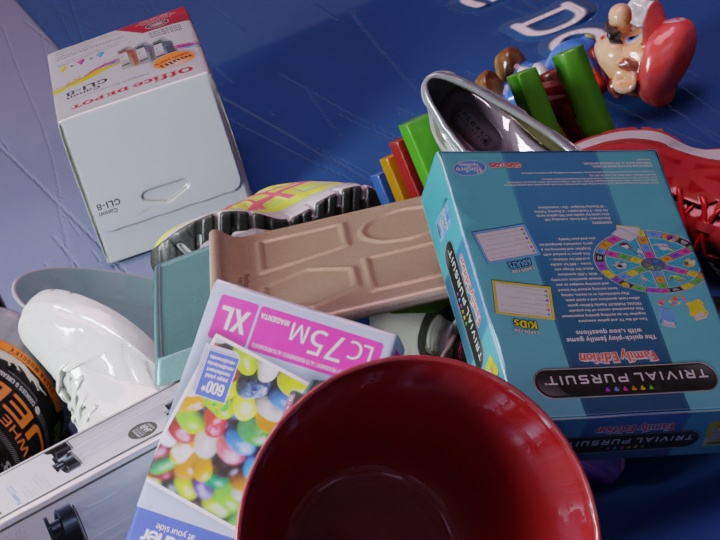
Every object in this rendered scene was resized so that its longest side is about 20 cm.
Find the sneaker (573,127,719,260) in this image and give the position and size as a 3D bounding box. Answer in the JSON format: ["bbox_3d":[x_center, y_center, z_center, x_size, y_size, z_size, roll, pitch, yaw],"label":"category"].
[{"bbox_3d":[0.229,-0.042,1.296,0.198,0.079,0.116,-3,28,-12],"label":"sneaker"}]

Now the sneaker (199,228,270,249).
[{"bbox_3d":[-0.086,0.024,1.369,0.099,0.076,0.200,14,23,7],"label":"sneaker"}]

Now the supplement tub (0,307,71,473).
[{"bbox_3d":[-0.281,0.124,1.286,0.121,0.124,0.201,-9,28,18],"label":"supplement tub"}]

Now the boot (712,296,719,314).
[{"bbox_3d":[0.255,0.023,1.201,0.197,0.074,0.162,21,48,42],"label":"boot"}]

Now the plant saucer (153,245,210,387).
[{"bbox_3d":[-0.110,0.024,1.259,0.069,0.019,0.200,-20,21,1],"label":"plant saucer"}]

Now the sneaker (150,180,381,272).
[{"bbox_3d":[-0.082,-0.027,1.510,0.198,0.079,0.090,-13,20,-25],"label":"sneaker"}]

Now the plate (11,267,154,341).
[{"bbox_3d":[-0.168,0.041,1.405,0.198,0.026,0.200,15,14,-4],"label":"plate"}]

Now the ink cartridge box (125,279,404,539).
[{"bbox_3d":[-0.060,0.117,1.085,0.118,0.202,0.042,16,-9,12],"label":"ink cartridge box"}]

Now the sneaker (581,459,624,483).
[{"bbox_3d":[0.061,0.125,1.132,0.198,0.081,0.089,3,72,2],"label":"sneaker"}]

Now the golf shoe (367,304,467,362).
[{"bbox_3d":[0.073,0.041,1.191,0.199,0.078,0.088,15,2,40],"label":"golf shoe"}]

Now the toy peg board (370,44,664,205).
[{"bbox_3d":[0.099,-0.094,1.426,0.198,0.099,0.199,-24,7,-14],"label":"toy peg board"}]

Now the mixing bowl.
[{"bbox_3d":[0.019,0.153,1.001,0.199,0.202,0.108,-27,-3,-19],"label":"mixing bowl"}]

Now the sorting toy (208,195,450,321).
[{"bbox_3d":[0.000,0.000,1.228,0.198,0.037,0.185,-8,20,-2],"label":"sorting toy"}]

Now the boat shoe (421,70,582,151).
[{"bbox_3d":[0.118,-0.064,1.266,0.074,0.065,0.202,-45,67,3],"label":"boat shoe"}]

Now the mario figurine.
[{"bbox_3d":[0.196,-0.194,1.613,0.198,0.106,0.125,-10,61,33],"label":"mario figurine"}]

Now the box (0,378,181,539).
[{"bbox_3d":[-0.144,0.154,1.149,0.199,0.118,0.060,-29,28,-19],"label":"box"}]

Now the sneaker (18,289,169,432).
[{"bbox_3d":[-0.178,0.100,1.251,0.199,0.074,0.116,33,51,17],"label":"sneaker"}]

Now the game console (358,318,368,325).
[{"bbox_3d":[0.069,0.047,1.333,0.198,0.119,0.172,-16,57,4],"label":"game console"}]

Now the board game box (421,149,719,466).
[{"bbox_3d":[0.132,0.017,1.111,0.149,0.047,0.201,-1,52,-16],"label":"board game box"}]

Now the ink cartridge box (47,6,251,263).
[{"bbox_3d":[-0.192,-0.126,1.687,0.144,0.146,0.200,-19,27,-4],"label":"ink cartridge box"}]
